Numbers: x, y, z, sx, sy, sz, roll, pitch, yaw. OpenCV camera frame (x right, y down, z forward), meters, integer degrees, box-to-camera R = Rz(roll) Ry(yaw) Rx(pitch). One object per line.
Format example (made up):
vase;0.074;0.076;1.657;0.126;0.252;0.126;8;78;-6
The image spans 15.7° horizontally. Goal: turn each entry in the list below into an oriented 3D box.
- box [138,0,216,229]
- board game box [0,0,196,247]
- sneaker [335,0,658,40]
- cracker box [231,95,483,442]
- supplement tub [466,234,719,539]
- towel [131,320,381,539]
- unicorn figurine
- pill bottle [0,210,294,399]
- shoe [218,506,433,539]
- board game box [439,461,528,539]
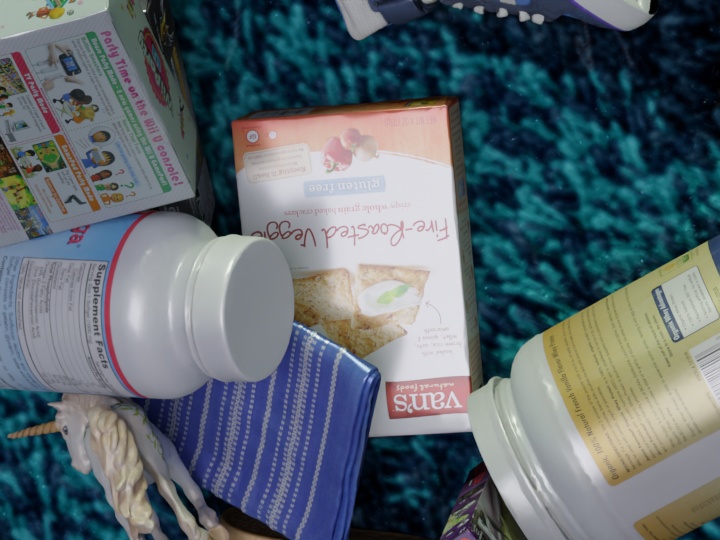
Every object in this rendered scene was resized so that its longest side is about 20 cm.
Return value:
box;-0.180;-0.091;1.547;0.158;0.048;0.200;-1;135;10
board game box;-0.208;-0.087;1.455;0.199;0.064;0.148;-13;135;10
sneaker;0.059;-0.176;1.546;0.200;0.081;0.146;32;131;-19
cracker box;0.000;0.000;1.581;0.134;0.058;0.201;-4;99;11
supplement tub;0.177;0.079;1.521;0.200;0.144;0.145;-29;94;12
towel;-0.080;0.078;1.570;0.200;0.024;0.145;27;124;24
unicorn figurine;-0.138;0.117;1.556;0.074;0.200;0.138;-30;82;-18
pill bottle;-0.144;0.018;1.511;0.199;0.109;0.109;2;100;27
shoe;0.005;0.192;1.609;0.199;0.070;0.054;12;101;15
board game box;0.099;0.179;1.522;0.032;0.200;0.120;-33;93;11
